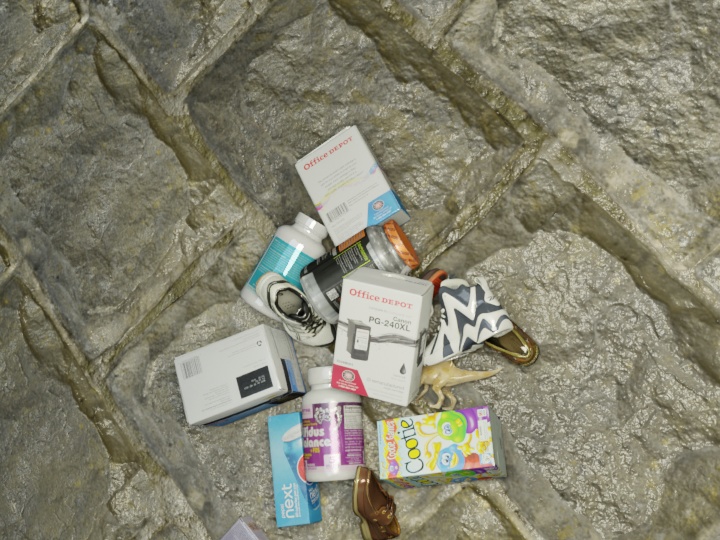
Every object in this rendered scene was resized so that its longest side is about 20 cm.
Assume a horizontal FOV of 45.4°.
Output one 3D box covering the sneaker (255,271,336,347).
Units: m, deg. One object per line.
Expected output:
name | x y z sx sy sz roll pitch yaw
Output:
sneaker | -0.110 0.086 1.577 0.076 0.200 0.088 -51 30 -6

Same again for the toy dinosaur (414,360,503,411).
toy dinosaur | 0.147 0.197 1.535 0.198 0.058 0.102 6 81 21

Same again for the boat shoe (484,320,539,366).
boat shoe | 0.228 0.094 1.519 0.199 0.068 0.072 31 91 22

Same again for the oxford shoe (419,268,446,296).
oxford shoe | 0.069 0.051 1.586 0.200 0.071 0.073 -38 63 9

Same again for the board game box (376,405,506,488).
board game box | 0.140 0.307 1.482 0.198 0.103 0.106 -12 64 18

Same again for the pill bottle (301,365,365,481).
pill bottle | -0.051 0.277 1.561 0.111 0.112 0.202 -8 77 18

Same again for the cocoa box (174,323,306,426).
cocoa box | -0.225 0.202 1.628 0.199 0.131 0.134 -22 73 15

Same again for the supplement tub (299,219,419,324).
supplement tub | 0.000 0.000 1.561 0.199 0.122 0.123 -32 71 12

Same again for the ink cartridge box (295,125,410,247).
ink cartridge box | -0.016 -0.152 1.646 0.144 0.085 0.201 -31 72 11

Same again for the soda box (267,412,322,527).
soda box | -0.122 0.367 1.596 0.067 0.064 0.202 -11 77 18

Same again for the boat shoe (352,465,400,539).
boat shoe | 0.028 0.400 1.479 0.067 0.201 0.072 1 46 14

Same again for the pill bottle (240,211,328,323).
pill bottle | -0.137 -0.009 1.648 0.110 0.111 0.201 31 92 22

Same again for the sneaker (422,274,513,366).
sneaker | 0.160 0.078 1.476 0.199 0.079 0.130 -37 68 48

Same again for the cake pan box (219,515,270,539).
cake pan box | -0.212 0.592 1.594 0.200 0.052 0.185 42 97 22

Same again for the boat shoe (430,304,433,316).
boat shoe | 0.070 0.120 1.534 0.201 0.071 0.070 -56 31 25

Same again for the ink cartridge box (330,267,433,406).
ink cartridge box | 0.036 0.110 1.465 0.144 0.083 0.202 12 107 17
